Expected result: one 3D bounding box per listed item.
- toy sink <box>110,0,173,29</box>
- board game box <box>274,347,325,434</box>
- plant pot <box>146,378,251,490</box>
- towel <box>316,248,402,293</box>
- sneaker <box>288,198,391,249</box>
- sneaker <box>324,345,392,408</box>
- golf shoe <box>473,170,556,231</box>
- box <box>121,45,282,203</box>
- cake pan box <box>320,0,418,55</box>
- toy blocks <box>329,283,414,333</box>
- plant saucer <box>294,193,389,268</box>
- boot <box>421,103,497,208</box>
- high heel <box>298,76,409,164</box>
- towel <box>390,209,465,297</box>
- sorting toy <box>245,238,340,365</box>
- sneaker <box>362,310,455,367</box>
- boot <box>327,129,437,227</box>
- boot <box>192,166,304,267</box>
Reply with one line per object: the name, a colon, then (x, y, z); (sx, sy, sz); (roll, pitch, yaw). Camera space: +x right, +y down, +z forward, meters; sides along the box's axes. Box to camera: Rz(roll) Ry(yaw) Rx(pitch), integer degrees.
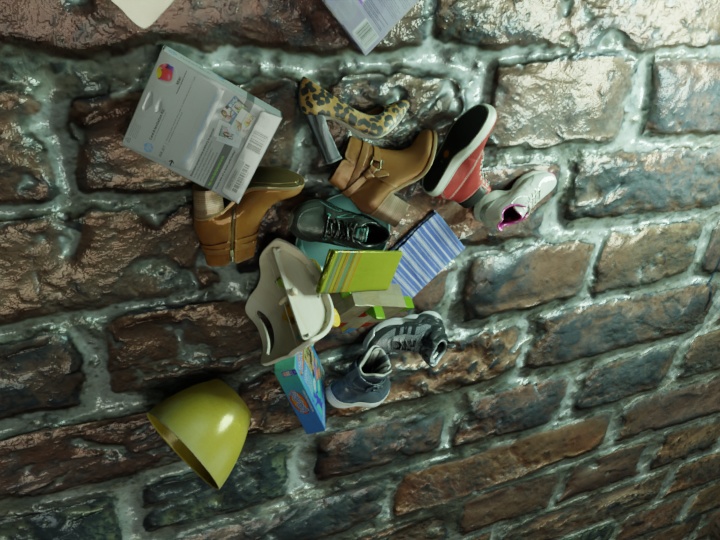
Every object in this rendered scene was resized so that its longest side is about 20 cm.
toy sink: (-0.307, -0.430, 0.889); (0.130, 0.112, 0.200); (-43, 127, 6)
board game box: (-0.118, 0.201, 1.420); (0.044, 0.154, 0.203); (-12, 131, 8)
plant pot: (-0.295, 0.298, 1.388); (0.142, 0.197, 0.203); (-45, 137, -26)
towel: (0.000, 0.000, 1.317); (0.197, 0.018, 0.088); (-1, 121, -49)
sneaker: (-0.033, -0.079, 1.262); (0.196, 0.079, 0.078); (4, 99, -34)
sneaker: (0.034, 0.227, 1.536); (0.146, 0.078, 0.200); (-47, 154, 27)
golf shoe: (0.332, -0.139, 1.475); (0.197, 0.092, 0.076); (-27, 131, -11)
box: (-0.240, -0.217, 1.088); (0.197, 0.041, 0.158); (25, 109, -20)
cake pan box: (0.016, -0.462, 1.091); (0.184, 0.053, 0.199); (-43, 132, 8)
toy blocks: (-0.009, 0.076, 1.424); (0.197, 0.102, 0.136); (4, 150, -46)
plant saucer: (-0.038, -0.065, 1.355); (0.195, 0.036, 0.204); (-16, 129, -20)
boot: (0.223, -0.215, 1.375); (0.142, 0.073, 0.202); (14, 123, -36)
high heel: (-0.008, -0.287, 1.204); (0.198, 0.071, 0.145); (-33, 112, -22)
towel: (0.116, -0.016, 1.486); (0.200, 0.024, 0.145); (-43, 133, 4)
sorting toy: (-0.143, 0.079, 1.307); (0.179, 0.204, 0.105); (-37, 153, 33)
sneaker: (0.109, 0.158, 1.544); (0.195, 0.114, 0.077); (-15, 129, -19)
boot: (0.041, -0.199, 1.287); (0.153, 0.077, 0.203); (31, 85, -13)
boot: (-0.188, -0.090, 1.230); (0.194, 0.074, 0.158); (-8, 126, -9)
